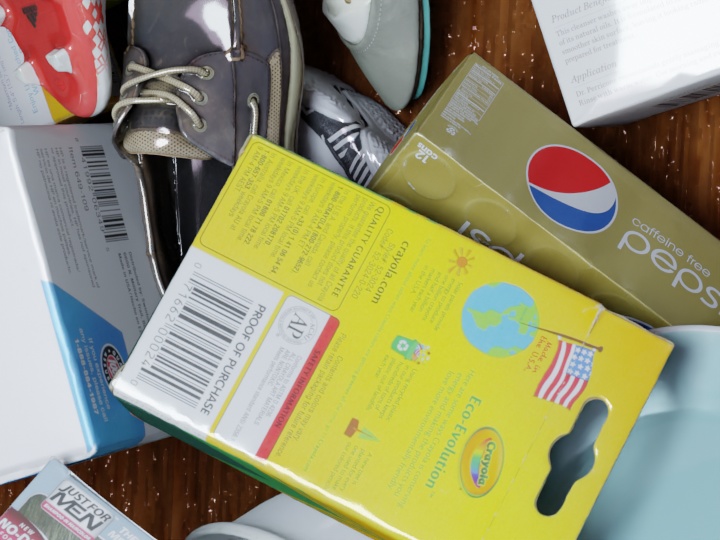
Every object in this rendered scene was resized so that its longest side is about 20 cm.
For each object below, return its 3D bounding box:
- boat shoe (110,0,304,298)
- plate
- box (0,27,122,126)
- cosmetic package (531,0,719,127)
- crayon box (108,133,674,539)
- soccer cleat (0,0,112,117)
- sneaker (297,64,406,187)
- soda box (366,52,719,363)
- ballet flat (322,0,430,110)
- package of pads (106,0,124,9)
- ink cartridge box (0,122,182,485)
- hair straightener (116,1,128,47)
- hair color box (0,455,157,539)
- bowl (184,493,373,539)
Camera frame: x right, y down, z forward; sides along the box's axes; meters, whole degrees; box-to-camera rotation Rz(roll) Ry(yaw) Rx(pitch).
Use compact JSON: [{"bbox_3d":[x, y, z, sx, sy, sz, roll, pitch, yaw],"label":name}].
[{"bbox_3d":[-0.068,-0.068,1.142,0.074,0.073,0.200,-3,106,30],"label":"boat shoe"},{"bbox_3d":[0.124,0.119,1.057,0.200,0.026,0.201,-15,60,27],"label":"plate"},{"bbox_3d":[-0.205,-0.103,1.239,0.200,0.041,0.119,-20,89,41],"label":"box"},{"bbox_3d":[0.122,-0.173,1.146,0.113,0.081,0.200,-17,86,22],"label":"cosmetic package"},{"bbox_3d":[0.014,0.045,1.081,0.200,0.051,0.127,27,80,11],"label":"crayon box"},{"bbox_3d":[-0.131,-0.168,1.138,0.069,0.085,0.200,-19,89,59],"label":"soccer cleat"},{"bbox_3d":[0.000,0.000,1.207,0.200,0.075,0.115,45,105,10],"label":"sneaker"},{"bbox_3d":[0.100,-0.001,1.131,0.200,0.064,0.068,37,138,-2],"label":"soda box"},{"bbox_3d":[-0.002,-0.164,1.174,0.067,0.064,0.200,-128,34,-54],"label":"ballet flat"},{"bbox_3d":[-0.135,-0.206,1.229,0.200,0.068,0.155,-22,84,38],"label":"package of pads"},{"bbox_3d":[-0.151,0.019,1.203,0.146,0.200,0.147,-17,87,24],"label":"ink cartridge box"},{"bbox_3d":[-0.066,-0.177,1.251,0.077,0.041,0.200,37,112,36],"label":"hair straightener"},{"bbox_3d":[-0.094,0.167,1.136,0.099,0.200,0.061,34,73,23],"label":"hair color box"},{"bbox_3d":[0.018,0.166,1.181,0.201,0.201,0.090,40,62,15],"label":"bowl"}]
